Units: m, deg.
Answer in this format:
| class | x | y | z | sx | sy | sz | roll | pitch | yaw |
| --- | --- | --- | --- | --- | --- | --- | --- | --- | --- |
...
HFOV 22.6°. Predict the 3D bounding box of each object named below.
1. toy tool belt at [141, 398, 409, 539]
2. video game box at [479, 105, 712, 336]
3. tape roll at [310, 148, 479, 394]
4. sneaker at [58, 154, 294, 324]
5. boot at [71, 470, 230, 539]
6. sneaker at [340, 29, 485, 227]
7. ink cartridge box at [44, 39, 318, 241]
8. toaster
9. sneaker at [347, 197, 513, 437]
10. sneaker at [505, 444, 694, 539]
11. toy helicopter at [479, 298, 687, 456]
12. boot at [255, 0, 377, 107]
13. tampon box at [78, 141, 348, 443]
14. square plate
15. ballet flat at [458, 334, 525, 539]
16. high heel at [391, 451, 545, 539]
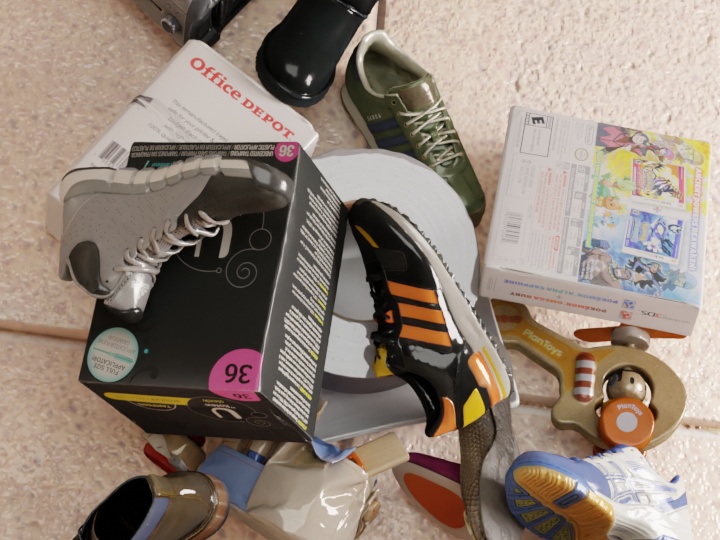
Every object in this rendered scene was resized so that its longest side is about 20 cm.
| class | x | y | z | sx | sy | sz | roll | pitch | yaw |
| --- | --- | --- | --- | --- | --- | --- | --- | --- | --- |
| toy tool belt | -0.067 | 0.147 | 1.463 | 0.200 | 0.125 | 0.123 | 28 | 73 | 28 |
| video game box | 0.203 | -0.046 | 1.535 | 0.181 | 0.047 | 0.200 | 10 | 48 | 5 |
| tape roll | 0.000 | 0.000 | 1.521 | 0.199 | 0.066 | 0.201 | 1 | 76 | -5 |
| sneaker | -0.138 | -0.017 | 1.310 | 0.199 | 0.075 | 0.116 | -3 | 71 | 32 |
| boot | -0.202 | 0.212 | 1.380 | 0.200 | 0.097 | 0.075 | -38 | 65 | 10 |
| sneaker | 0.047 | -0.131 | 1.604 | 0.067 | 0.090 | 0.200 | -23 | 61 | -23 |
| ink cartridge box | -0.154 | -0.078 | 1.562 | 0.145 | 0.084 | 0.200 | 37 | 66 | 5 |
| toaster | -0.140 | -0.305 | 1.648 | 0.129 | 0.114 | 0.200 | 38 | 67 | 8 |
| sneaker | 0.036 | 0.040 | 1.435 | 0.090 | 0.070 | 0.200 | -36 | 96 | -15 |
| sneaker | 0.192 | 0.178 | 1.471 | 0.200 | 0.075 | 0.088 | 30 | 50 | -34 |
| toy helicopter | 0.196 | 0.077 | 1.578 | 0.200 | 0.079 | 0.132 | 32 | 71 | 17 |
| boot | -0.012 | -0.251 | 1.591 | 0.073 | 0.163 | 0.198 | 33 | 38 | -4 |
| tampon box | -0.108 | 0.017 | 1.392 | 0.149 | 0.126 | 0.201 | 1 | 68 | 20 |
| square plate | 0.019 | 0.046 | 1.571 | 0.197 | 0.028 | 0.201 | -10 | 68 | -12 |
| ballet flat | 0.100 | 0.144 | 1.484 | 0.067 | 0.046 | 0.201 | 32 | 44 | -42 |
| high heel | 0.126 | 0.188 | 1.529 | 0.200 | 0.067 | 0.096 | 31 | 48 | 0 |
